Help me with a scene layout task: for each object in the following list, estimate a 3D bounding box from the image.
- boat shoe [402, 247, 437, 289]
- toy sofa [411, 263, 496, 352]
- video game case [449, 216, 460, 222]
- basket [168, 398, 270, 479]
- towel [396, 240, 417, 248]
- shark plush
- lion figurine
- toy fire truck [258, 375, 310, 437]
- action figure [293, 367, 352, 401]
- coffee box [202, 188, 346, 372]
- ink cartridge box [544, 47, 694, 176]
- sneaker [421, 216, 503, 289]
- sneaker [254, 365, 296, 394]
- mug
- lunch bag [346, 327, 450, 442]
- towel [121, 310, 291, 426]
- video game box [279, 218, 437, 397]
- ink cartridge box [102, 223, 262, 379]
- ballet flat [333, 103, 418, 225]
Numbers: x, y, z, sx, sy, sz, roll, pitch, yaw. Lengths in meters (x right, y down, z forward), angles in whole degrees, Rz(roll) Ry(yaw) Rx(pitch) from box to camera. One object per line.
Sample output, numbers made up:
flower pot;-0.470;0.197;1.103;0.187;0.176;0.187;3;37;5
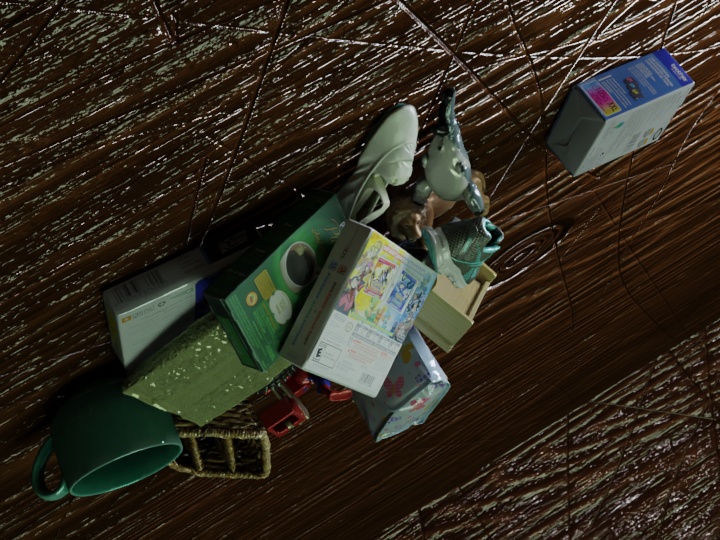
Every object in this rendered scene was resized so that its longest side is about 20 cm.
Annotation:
boat shoe;0.001;0.001;1.576;0.201;0.072;0.066;-5;130;5
toy sofa;0.131;0.048;1.777;0.098;0.083;0.200;-51;-179;28
video game case;0.069;0.037;1.693;0.200;0.024;0.182;-58;-178;-39
basket;-0.225;0.243;1.709;0.143;0.149;0.200;-27;159;-17
towel;0.016;0.043;1.731;0.112;0.049;0.200;-37;167;-47
shark plush;0.102;-0.152;1.459;0.200;0.091;0.083;63;39;-49
lion figurine;0.107;-0.095;1.588;0.200;0.072;0.123;-40;154;-26
toy fire truck;-0.113;0.179;1.737;0.049;0.141;0.200;-36;160;7
action figure;-0.039;0.138;1.687;0.099;0.065;0.200;-13;-172;-21
coffee box;-0.085;0.010;1.389;0.200;0.044;0.123;-47;131;-28
ink cartridge box;0.374;-0.226;1.657;0.200;0.076;0.136;-22;157;-23
sneaker;0.146;-0.028;1.535;0.091;0.078;0.200;-21;171;12
sneaker;-0.093;0.080;1.644;0.200;0.085;0.078;-42;-154;-22
mug;-0.335;0.211;1.518;0.185;0.114;0.152;-15;159;-26
lunch bag;0.048;0.152;1.876;0.127;0.170;0.200;-18;157;-29
towel;-0.184;0.119;1.456;0.200;0.037;0.148;-36;136;24
video game box;0.002;0.051;1.442;0.182;0.047;0.200;-61;149;-2
ink cartridge box;-0.211;0.042;1.440;0.198;0.047;0.200;-28;161;-21
ballet flat;0.024;-0.112;1.413;0.069;0.069;0.200;-13;151;-43
